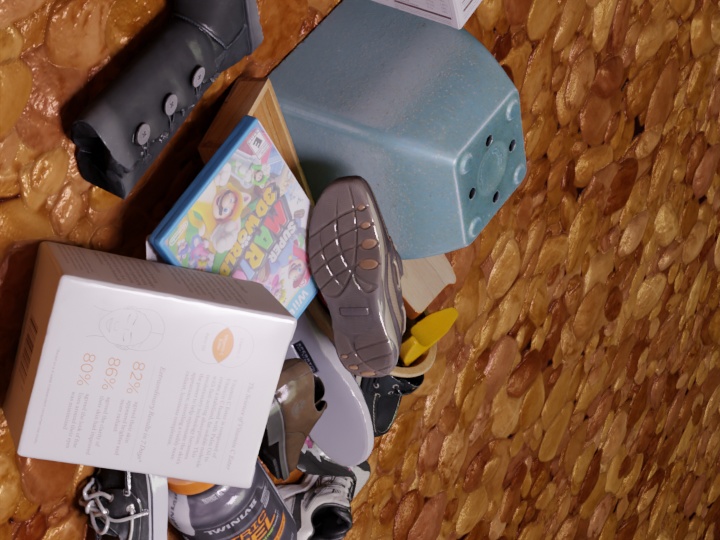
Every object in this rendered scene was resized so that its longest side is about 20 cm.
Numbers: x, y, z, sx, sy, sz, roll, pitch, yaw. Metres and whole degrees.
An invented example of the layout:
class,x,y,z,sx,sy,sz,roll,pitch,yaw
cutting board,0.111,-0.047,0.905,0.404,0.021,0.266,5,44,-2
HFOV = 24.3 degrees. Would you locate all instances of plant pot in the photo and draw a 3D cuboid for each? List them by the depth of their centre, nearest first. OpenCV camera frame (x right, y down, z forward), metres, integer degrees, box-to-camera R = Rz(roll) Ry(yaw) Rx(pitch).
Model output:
class,x,y,z,sx,sy,sz,roll,pitch,yaw
plant pot,0.046,-0.126,1.607,0.196,0.199,0.197,-48,145,-30

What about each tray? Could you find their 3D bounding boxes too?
class,x,y,z,sx,sy,sz,roll,pitch,yaw
tray,-0.088,-0.068,1.543,0.099,0.037,0.201,-65,147,-40

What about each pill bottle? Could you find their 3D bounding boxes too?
class,x,y,z,sx,sy,sz,roll,pitch,yaw
pill bottle,-0.137,0.222,1.629,0.106,0.106,0.200,-55,148,-22

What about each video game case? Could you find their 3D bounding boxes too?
class,x,y,z,sx,sy,sz,roll,pitch,yaw
video game case,-0.096,-0.020,1.484,0.143,0.018,0.200,-54,141,-19

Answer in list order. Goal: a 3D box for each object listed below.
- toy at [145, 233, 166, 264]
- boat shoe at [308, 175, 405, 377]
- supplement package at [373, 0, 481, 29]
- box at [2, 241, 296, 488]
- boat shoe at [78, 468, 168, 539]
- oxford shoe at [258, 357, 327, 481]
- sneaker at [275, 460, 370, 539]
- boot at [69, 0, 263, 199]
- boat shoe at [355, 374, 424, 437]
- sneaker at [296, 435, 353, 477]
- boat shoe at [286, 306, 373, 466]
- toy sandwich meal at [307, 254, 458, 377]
class,x,y,z,sx,sy,sz,roll,pitch,yaw
toy,-0.150,0.003,1.511,0.200,0.047,0.116,-31,122,-63
boat shoe,0.000,0.000,1.554,0.073,0.074,0.201,-56,145,-57
supplement package,0.070,-0.348,1.544,0.200,0.155,0.111,-54,149,-24
box,-0.175,0.077,1.369,0.199,0.106,0.153,12,101,-22
boat shoe,-0.220,0.217,1.523,0.068,0.073,0.201,-13,115,-34
oxford shoe,-0.066,0.143,1.595,0.084,0.073,0.200,-32,161,-17
sneaker,-0.036,0.263,1.847,0.200,0.087,0.076,-28,130,-52
boot,-0.168,-0.179,1.362,0.200,0.065,0.165,-48,144,-24
boat shoe,0.042,0.108,1.894,0.074,0.066,0.201,-20,126,-54
sneaker,-0.068,0.149,1.750,0.200,0.080,0.087,46,46,-57
boat shoe,-0.036,0.098,1.687,0.201,0.071,0.070,62,29,-5
toy sandwich meal,0.023,0.017,1.691,0.070,0.206,0.205,-42,163,29
